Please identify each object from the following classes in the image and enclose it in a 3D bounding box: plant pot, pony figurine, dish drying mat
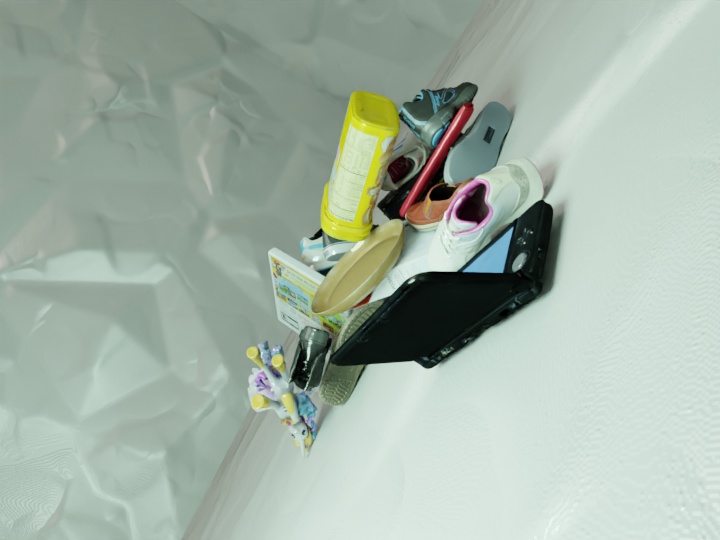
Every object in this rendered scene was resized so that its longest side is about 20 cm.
[{"bbox_3d":[0.000,0.000,0.859,0.200,0.027,0.200,-41,16,14],"label":"plant pot"},{"bbox_3d":[-0.141,0.218,0.991,0.201,0.165,0.194,69,-178,-46],"label":"pony figurine"},{"bbox_3d":[0.124,-0.179,0.889,0.201,0.018,0.077,-58,-7,27],"label":"dish drying mat"}]

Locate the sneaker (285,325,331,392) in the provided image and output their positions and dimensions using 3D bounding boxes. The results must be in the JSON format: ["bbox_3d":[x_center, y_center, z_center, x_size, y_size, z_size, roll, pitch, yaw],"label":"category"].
[{"bbox_3d":[-0.088,0.153,0.922,0.200,0.059,0.105,108,178,-77],"label":"sneaker"}]

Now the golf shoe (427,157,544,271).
[{"bbox_3d":[0.123,-0.057,0.646,0.091,0.076,0.200,-14,-26,-35],"label":"golf shoe"}]

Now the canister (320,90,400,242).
[{"bbox_3d":[-0.002,-0.171,0.892,0.149,0.086,0.201,-92,16,-52],"label":"canister"}]

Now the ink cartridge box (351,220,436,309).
[{"bbox_3d":[0.044,-0.019,0.887,0.198,0.048,0.161,-20,26,22],"label":"ink cartridge box"}]

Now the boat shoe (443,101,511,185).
[{"bbox_3d":[0.177,-0.189,0.898,0.203,0.074,0.086,-61,8,-30],"label":"boat shoe"}]

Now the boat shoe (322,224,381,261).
[{"bbox_3d":[0.022,-0.058,1.016,0.069,0.198,0.057,137,122,-60],"label":"boat shoe"}]

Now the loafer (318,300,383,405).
[{"bbox_3d":[-0.017,0.135,0.948,0.201,0.075,0.068,-60,13,7],"label":"loafer"}]

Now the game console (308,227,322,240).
[{"bbox_3d":[-0.030,-0.002,1.228,0.116,0.201,0.176,-29,28,-1],"label":"game console"}]

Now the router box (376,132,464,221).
[{"bbox_3d":[0.124,-0.168,1.037,0.200,0.062,0.150,-45,10,6],"label":"router box"}]

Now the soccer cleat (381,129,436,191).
[{"bbox_3d":[0.105,-0.216,0.963,0.200,0.070,0.086,-49,22,-2],"label":"soccer cleat"}]

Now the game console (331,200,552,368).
[{"bbox_3d":[0.079,0.015,0.552,0.200,0.116,0.177,-49,13,52],"label":"game console"}]

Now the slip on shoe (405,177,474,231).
[{"bbox_3d":[0.123,-0.100,0.808,0.074,0.061,0.200,-38,14,-16],"label":"slip on shoe"}]

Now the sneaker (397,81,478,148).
[{"bbox_3d":[0.133,-0.278,0.903,0.200,0.082,0.073,-48,-9,-47],"label":"sneaker"}]

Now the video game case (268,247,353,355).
[{"bbox_3d":[-0.091,0.070,1.029,0.023,0.199,0.183,-37,-38,-35],"label":"video game case"}]

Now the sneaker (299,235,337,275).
[{"bbox_3d":[-0.023,-0.054,1.088,0.198,0.082,0.077,-18,-12,-13],"label":"sneaker"}]
